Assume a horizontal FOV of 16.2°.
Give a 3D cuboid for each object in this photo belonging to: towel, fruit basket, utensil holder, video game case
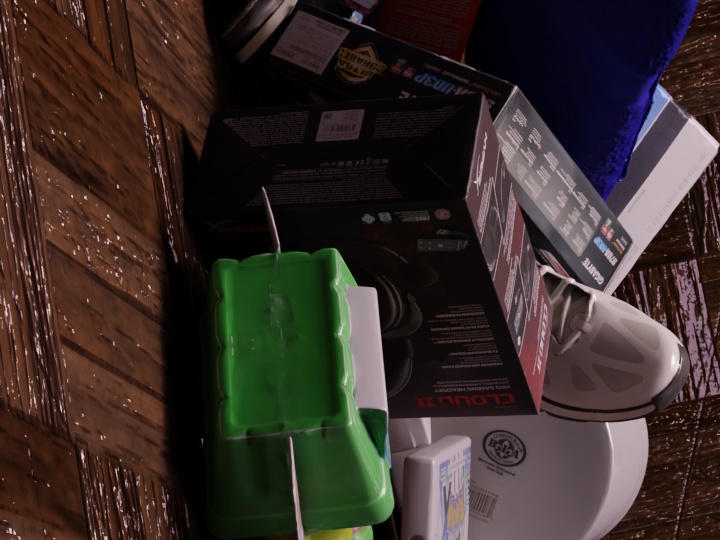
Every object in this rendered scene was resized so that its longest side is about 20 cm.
[{"bbox_3d":[0.132,-0.148,1.482,0.148,0.049,0.200,56,-33,28],"label":"towel"},{"bbox_3d":[-0.021,0.090,1.222,0.200,0.093,0.186,73,9,-49],"label":"fruit basket"},{"bbox_3d":[0.112,0.127,1.791,0.200,0.169,0.171,9,69,-79],"label":"utensil holder"},{"bbox_3d":[0.046,0.201,1.593,0.200,0.022,0.183,0,92,-82],"label":"video game case"}]

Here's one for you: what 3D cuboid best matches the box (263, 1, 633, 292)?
[{"bbox_3d":[0.053,-0.067,1.455,0.046,0.159,0.200,-58,146,-9],"label":"box"}]

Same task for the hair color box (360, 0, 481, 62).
[{"bbox_3d":[0.044,-0.184,1.551,0.102,0.061,0.201,-82,-171,-47],"label":"hair color box"}]

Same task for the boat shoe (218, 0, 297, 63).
[{"bbox_3d":[-0.064,-0.195,1.494,0.067,0.072,0.201,32,38,-20],"label":"boat shoe"}]

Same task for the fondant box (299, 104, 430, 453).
[{"bbox_3d":[0.000,0.000,1.599,0.200,0.058,0.145,-92,166,-54],"label":"fondant box"}]

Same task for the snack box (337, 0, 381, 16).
[{"bbox_3d":[-0.042,-0.257,1.469,0.142,0.053,0.201,28,38,-29],"label":"snack box"}]

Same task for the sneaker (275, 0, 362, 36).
[{"bbox_3d":[-0.035,-0.179,1.643,0.072,0.073,0.200,41,-4,2],"label":"sneaker"}]

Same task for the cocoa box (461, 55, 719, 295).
[{"bbox_3d":[0.109,-0.091,1.677,0.131,0.134,0.200,41,-6,-32],"label":"cocoa box"}]

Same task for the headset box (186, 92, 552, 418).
[{"bbox_3d":[0.012,0.004,1.332,0.200,0.148,0.077,70,25,-47],"label":"headset box"}]

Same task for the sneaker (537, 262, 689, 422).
[{"bbox_3d":[0.084,0.017,1.423,0.076,0.200,0.115,-60,149,-15],"label":"sneaker"}]
